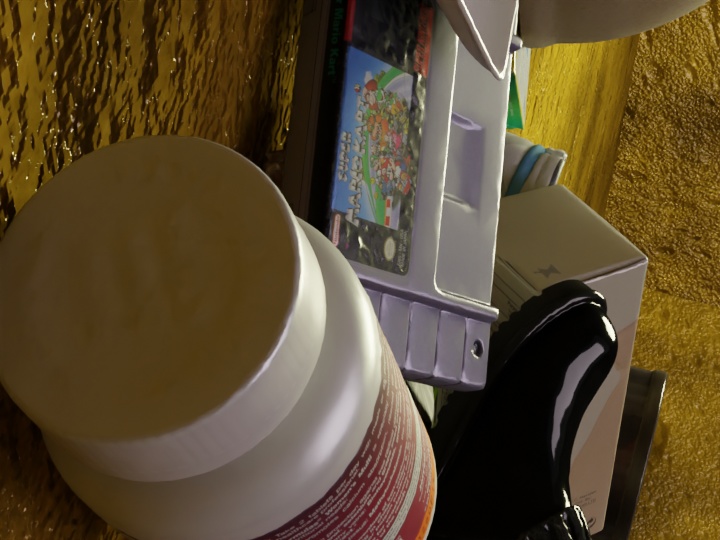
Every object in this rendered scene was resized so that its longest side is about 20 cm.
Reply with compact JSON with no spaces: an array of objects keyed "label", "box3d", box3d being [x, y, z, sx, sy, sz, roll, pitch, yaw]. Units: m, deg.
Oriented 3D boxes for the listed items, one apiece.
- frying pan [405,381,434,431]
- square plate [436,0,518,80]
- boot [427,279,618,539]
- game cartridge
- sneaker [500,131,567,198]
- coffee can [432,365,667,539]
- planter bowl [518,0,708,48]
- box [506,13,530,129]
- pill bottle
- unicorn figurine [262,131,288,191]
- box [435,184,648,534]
[{"label":"frying pan","box3d":[0.030,0.061,0.915,0.190,0.031,0.116,9,68,-75]},{"label":"square plate","box3d":[0.033,-0.213,0.585,0.200,0.028,0.200,46,51,-56]},{"label":"boot","box3d":[0.103,0.124,0.686,0.212,0.157,0.079,-54,152,-8]},{"label":"game cartridge","box3d":[0.020,-0.055,0.628,0.129,0.038,0.203,18,75,-52]},{"label":"sneaker","box3d":[0.060,-0.058,0.922,0.075,0.086,0.200,-60,-174,-19]},{"label":"coffee can","box3d":[0.115,0.123,1.063,0.146,0.198,0.148,14,90,-78]},{"label":"planter bowl","box3d":[0.163,-0.225,0.799,0.200,0.133,0.203,4,90,-79]},{"label":"box","box3d":[0.084,-0.199,0.862,0.117,0.048,0.203,51,46,-76]},{"label":"pill bottle","box3d":[-0.040,0.045,0.466,0.200,0.108,0.111,67,39,-62]},{"label":"unicorn figurine","box3d":[0.000,0.000,0.697,0.201,0.073,0.138,95,19,-48]},{"label":"box","box3d":[0.099,0.062,0.833,0.077,0.095,0.202,-14,129,-23]}]
